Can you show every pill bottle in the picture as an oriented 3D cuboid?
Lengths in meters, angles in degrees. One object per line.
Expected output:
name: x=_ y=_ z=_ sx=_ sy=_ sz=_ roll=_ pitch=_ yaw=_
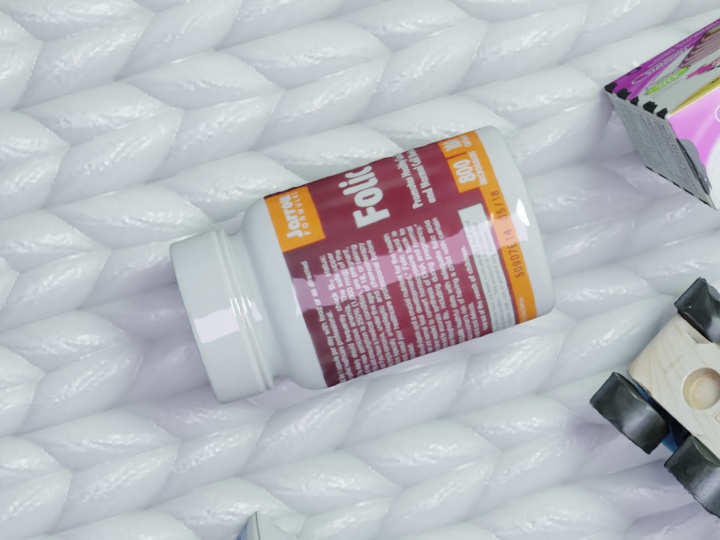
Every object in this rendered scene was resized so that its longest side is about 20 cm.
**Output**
pill bottle: x=0.000 y=0.000 z=1.416 sx=0.199 sy=0.114 sz=0.115 roll=-18 pitch=100 yaw=-2

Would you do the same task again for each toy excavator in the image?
toy excavator: x=0.257 y=0.116 z=1.466 sx=0.100 sy=0.200 sz=0.194 roll=-50 pitch=55 yaw=5

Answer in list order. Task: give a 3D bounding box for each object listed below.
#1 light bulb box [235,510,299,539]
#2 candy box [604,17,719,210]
light bulb box: x=-0.034 y=0.282 z=1.451 sx=0.198 sy=0.125 sz=0.200 roll=34 pitch=94 yaw=-8
candy box: x=0.219 y=-0.103 z=1.373 sx=0.136 sy=0.200 sz=0.061 roll=-31 pitch=100 yaw=0
